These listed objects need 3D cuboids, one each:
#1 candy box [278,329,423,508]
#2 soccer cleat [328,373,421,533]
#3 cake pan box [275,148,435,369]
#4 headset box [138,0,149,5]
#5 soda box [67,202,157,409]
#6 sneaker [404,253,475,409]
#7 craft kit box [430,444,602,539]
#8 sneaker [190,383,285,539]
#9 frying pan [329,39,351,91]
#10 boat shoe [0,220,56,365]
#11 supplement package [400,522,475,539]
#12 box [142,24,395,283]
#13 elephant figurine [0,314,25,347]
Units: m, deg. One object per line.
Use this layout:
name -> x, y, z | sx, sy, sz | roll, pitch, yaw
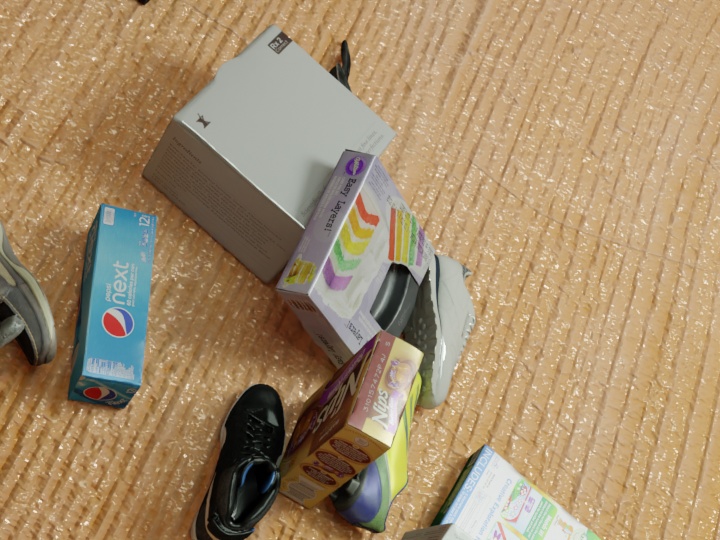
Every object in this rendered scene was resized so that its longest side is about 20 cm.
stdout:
candy box -> -0.016, 0.157, 1.398 | 0.056, 0.200, 0.117 | 29, 55, -10
soccer cleat -> 0.028, 0.196, 1.495 | 0.084, 0.064, 0.201 | 44, 50, -24
cake pan box -> 0.000, 0.000, 1.498 | 0.185, 0.052, 0.200 | -62, 144, -23
headset box -> -0.285, -0.447, 1.660 | 0.200, 0.077, 0.149 | 43, 53, -3
soda box -> -0.258, 0.037, 1.419 | 0.064, 0.068, 0.202 | 13, 59, -20
sneaker -> 0.098, 0.070, 1.588 | 0.080, 0.076, 0.202 | 20, 58, -28
craft kit box -> 0.163, 0.329, 1.498 | 0.197, 0.049, 0.200 | 38, 54, -1
sneaker -> -0.104, 0.192, 1.389 | 0.073, 0.112, 0.201 | 26, 55, -14
frying pan -> -0.025, -0.230, 1.673 | 0.031, 0.115, 0.192 | -17, 64, 7
boat shoe -> -0.375, 0.018, 1.372 | 0.073, 0.075, 0.201 | -24, 68, -30
supplement package -> 0.070, 0.378, 1.328 | 0.151, 0.151, 0.201 | 38, 69, -4
box -> -0.103, -0.134, 1.553 | 0.200, 0.131, 0.199 | 41, 54, -2
elephant figurine -> -0.455, 0.032, 1.293 | 0.200, 0.142, 0.155 | 50, 23, 24
